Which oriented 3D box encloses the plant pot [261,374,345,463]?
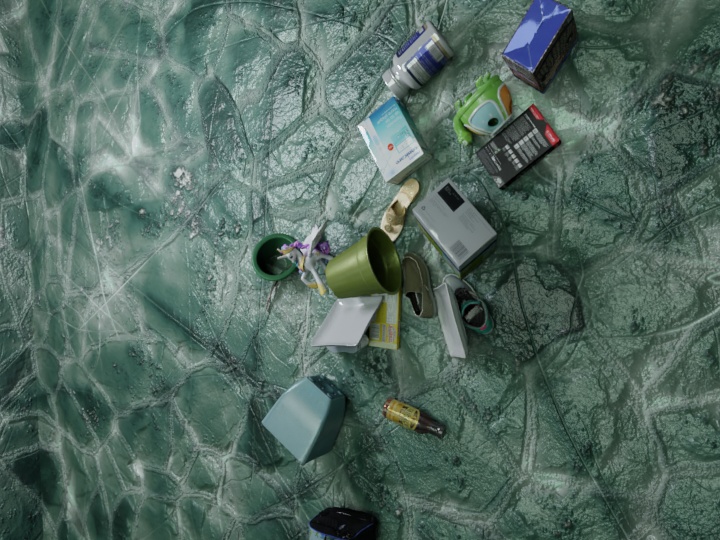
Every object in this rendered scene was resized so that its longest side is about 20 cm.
[{"bbox_3d":[-0.156,0.453,1.745,0.194,0.195,0.204,36,99,22],"label":"plant pot"}]

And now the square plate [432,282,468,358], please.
[{"bbox_3d":[0.253,0.139,1.523,0.027,0.200,0.205,-15,84,-4],"label":"square plate"}]

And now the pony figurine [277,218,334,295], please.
[{"bbox_3d":[-0.147,-0.050,1.737,0.200,0.194,0.166,44,157,-8],"label":"pony figurine"}]

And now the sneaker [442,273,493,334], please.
[{"bbox_3d":[0.292,0.090,1.516,0.083,0.120,0.202,-41,74,8],"label":"sneaker"}]

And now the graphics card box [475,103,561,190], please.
[{"bbox_3d":[0.425,-0.331,1.479,0.199,0.050,0.128,-39,74,23],"label":"graphics card box"}]

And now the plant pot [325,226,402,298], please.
[{"bbox_3d":[0.000,0.000,1.642,0.186,0.198,0.207,-20,82,31],"label":"plant pot"}]

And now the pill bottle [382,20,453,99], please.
[{"bbox_3d":[0.161,-0.599,1.575,0.198,0.119,0.122,-39,74,23],"label":"pill bottle"}]

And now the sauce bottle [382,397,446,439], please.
[{"bbox_3d":[0.162,0.445,1.637,0.194,0.065,0.068,15,98,26],"label":"sauce bottle"}]

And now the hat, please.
[{"bbox_3d":[-0.292,-0.005,1.897,0.197,0.177,0.167,-34,71,-14],"label":"hat"}]

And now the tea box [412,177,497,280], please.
[{"bbox_3d":[0.257,-0.107,1.481,0.133,0.197,0.202,-39,72,4],"label":"tea box"}]

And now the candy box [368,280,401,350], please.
[{"bbox_3d":[0.077,0.136,1.694,0.099,0.026,0.208,4,93,27],"label":"candy box"}]

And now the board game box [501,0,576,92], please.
[{"bbox_3d":[0.454,-0.563,1.371,0.096,0.198,0.162,38,108,20],"label":"board game box"}]

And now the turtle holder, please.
[{"bbox_3d":[0.328,-0.428,1.481,0.185,0.141,0.132,-43,90,13],"label":"turtle holder"}]

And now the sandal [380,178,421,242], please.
[{"bbox_3d":[0.106,-0.181,1.645,0.077,0.069,0.216,36,107,22],"label":"sandal"}]

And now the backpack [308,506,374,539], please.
[{"bbox_3d":[-0.064,0.840,1.705,0.194,0.181,0.153,1,91,33],"label":"backpack"}]

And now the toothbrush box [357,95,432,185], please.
[{"bbox_3d":[0.102,-0.384,1.633,0.144,0.085,0.205,-31,78,25],"label":"toothbrush box"}]

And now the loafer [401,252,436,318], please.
[{"bbox_3d":[0.166,0.045,1.610,0.074,0.068,0.206,-28,78,45],"label":"loafer"}]

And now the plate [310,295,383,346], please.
[{"bbox_3d":[-0.038,0.163,1.675,0.195,0.202,0.033,-7,129,39],"label":"plate"}]

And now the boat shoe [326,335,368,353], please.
[{"bbox_3d":[-0.041,0.214,1.736,0.199,0.084,0.077,-5,97,53],"label":"boat shoe"}]
